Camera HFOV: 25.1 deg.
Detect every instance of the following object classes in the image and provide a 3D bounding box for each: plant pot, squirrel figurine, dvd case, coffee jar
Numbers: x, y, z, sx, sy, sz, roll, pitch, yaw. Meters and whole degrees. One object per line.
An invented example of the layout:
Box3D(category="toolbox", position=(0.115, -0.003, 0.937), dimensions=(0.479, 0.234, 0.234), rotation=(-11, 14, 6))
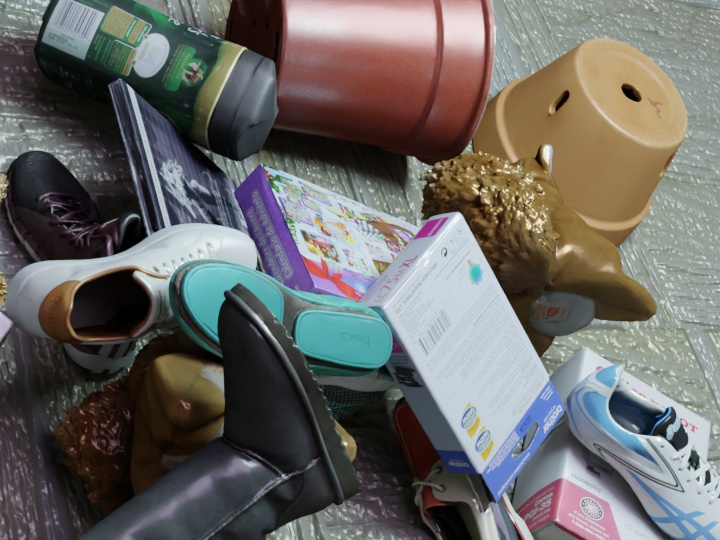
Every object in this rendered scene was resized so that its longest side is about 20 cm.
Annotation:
Box3D(category="plant pot", position=(0.232, -0.138, 1.624), dimensions=(0.199, 0.140, 0.201), rotation=(19, 47, -22))
Box3D(category="squirrel figurine", position=(-0.131, 0.148, 1.126), dimensions=(0.141, 0.187, 0.200), rotation=(15, 15, -36))
Box3D(category="dvd case", position=(-0.132, -0.048, 1.297), dimensions=(0.200, 0.016, 0.149), rotation=(44, 24, -59))
Box3D(category="plant pot", position=(-0.010, -0.201, 1.474), dimensions=(0.194, 0.201, 0.202), rotation=(2, 55, -25))
Box3D(category="squirrel figurine", position=(0.147, -0.042, 1.453), dimensions=(0.200, 0.141, 0.187), rotation=(42, 28, -40))
Box3D(category="coffee jar", position=(-0.164, -0.165, 1.348), dimensions=(0.199, 0.104, 0.086), rotation=(24, 79, 3))

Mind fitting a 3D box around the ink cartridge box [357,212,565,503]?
Box3D(category="ink cartridge box", position=(0.081, 0.070, 1.271), dimensions=(0.119, 0.042, 0.200), rotation=(-48, 117, -36))

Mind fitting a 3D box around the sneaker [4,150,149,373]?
Box3D(category="sneaker", position=(-0.203, -0.031, 1.237), dimensions=(0.075, 0.116, 0.201), rotation=(-11, 64, -38))

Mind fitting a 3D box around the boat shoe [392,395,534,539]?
Box3D(category="boat shoe", position=(0.078, 0.187, 1.306), dimensions=(0.062, 0.071, 0.201), rotation=(-18, 73, -40))

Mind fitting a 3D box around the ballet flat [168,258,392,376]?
Box3D(category="ballet flat", position=(-0.068, 0.039, 1.148), dimensions=(0.199, 0.070, 0.068), rotation=(17, 77, -40))

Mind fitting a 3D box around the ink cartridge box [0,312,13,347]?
Box3D(category="ink cartridge box", position=(-0.351, 0.027, 1.091), dimensions=(0.200, 0.067, 0.117), rotation=(36, 68, -6))

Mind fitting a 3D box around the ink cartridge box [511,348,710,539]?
Box3D(category="ink cartridge box", position=(0.214, 0.187, 1.391), dimensions=(0.146, 0.083, 0.200), rotation=(30, 44, -12))

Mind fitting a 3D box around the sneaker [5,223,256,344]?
Box3D(category="sneaker", position=(-0.141, 0.018, 1.138), dimensions=(0.199, 0.073, 0.084), rotation=(-17, 22, -38))

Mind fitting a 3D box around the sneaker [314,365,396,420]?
Box3D(category="sneaker", position=(-0.051, 0.081, 1.263), dimensions=(0.199, 0.091, 0.078), rotation=(17, 39, -43))

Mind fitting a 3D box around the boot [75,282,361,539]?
Box3D(category="boot", position=(-0.110, 0.129, 0.985), dimensions=(0.199, 0.073, 0.182), rotation=(-30, 113, -13))

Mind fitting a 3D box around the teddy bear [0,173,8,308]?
Box3D(category="teddy bear", position=(-0.325, -0.054, 1.205), dimensions=(0.144, 0.067, 0.201), rotation=(12, 51, -32))

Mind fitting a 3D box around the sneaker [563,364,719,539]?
Box3D(category="sneaker", position=(0.255, 0.159, 1.330), dimensions=(0.200, 0.072, 0.072), rotation=(42, 42, -3))

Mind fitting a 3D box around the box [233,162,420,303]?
Box3D(category="box", position=(0.000, 0.000, 1.303), dimensions=(0.200, 0.039, 0.137), rotation=(20, 33, -43))
